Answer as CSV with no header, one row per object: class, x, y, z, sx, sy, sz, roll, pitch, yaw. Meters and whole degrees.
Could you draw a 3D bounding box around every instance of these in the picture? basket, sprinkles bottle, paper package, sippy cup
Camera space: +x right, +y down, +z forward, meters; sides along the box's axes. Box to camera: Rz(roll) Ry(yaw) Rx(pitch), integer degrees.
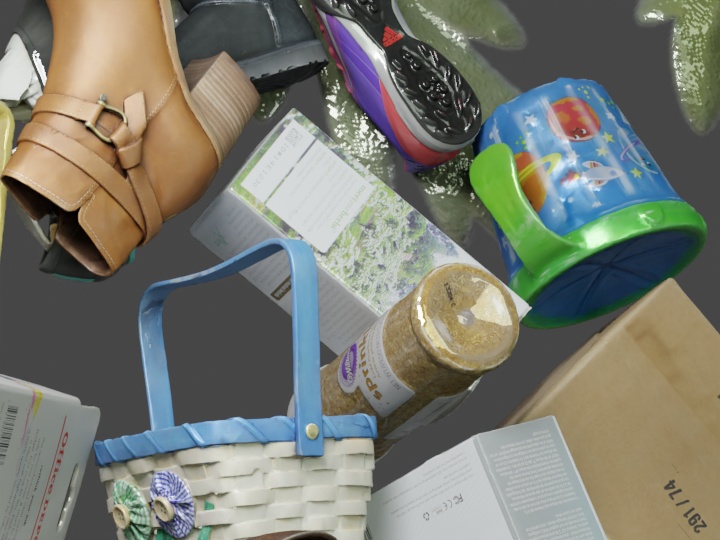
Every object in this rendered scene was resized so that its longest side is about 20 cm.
basket,-0.072,0.092,1.413,0.139,0.176,0.201,5,75,-32
sprinkles bottle,0.023,0.061,1.454,0.068,0.200,0.068,10,64,-21
paper package,0.188,0.143,1.556,0.200,0.103,0.191,49,56,2
sippy cup,0.140,-0.050,1.603,0.139,0.178,0.131,-21,69,-5

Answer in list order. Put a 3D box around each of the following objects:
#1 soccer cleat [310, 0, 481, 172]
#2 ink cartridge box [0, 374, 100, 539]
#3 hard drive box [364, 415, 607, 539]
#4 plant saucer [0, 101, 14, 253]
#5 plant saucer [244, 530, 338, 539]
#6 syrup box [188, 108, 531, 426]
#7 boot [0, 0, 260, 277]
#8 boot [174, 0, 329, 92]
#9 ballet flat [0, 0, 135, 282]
soccer cleat,0.001,-0.154,1.613,0.068,0.073,0.200,-32,84,-34
ink cartridge box,-0.215,0.113,1.339,0.067,0.200,0.118,15,86,14
hard drive box,0.079,0.210,1.437,0.077,0.156,0.201,-9,72,-46
plant saucer,-0.304,-0.013,1.389,0.199,0.048,0.201,10,80,-33
plant saucer,-0.079,0.218,1.289,0.034,0.201,0.200,30,53,26
syrup box,0.000,0.000,1.541,0.200,0.081,0.079,40,59,-5
boot,-0.169,-0.108,1.445,0.200,0.077,0.155,48,62,-19
boot,-0.124,-0.203,1.576,0.165,0.066,0.201,-17,82,-43
ballet flat,-0.193,-0.088,1.500,0.068,0.068,0.201,-11,73,-18
